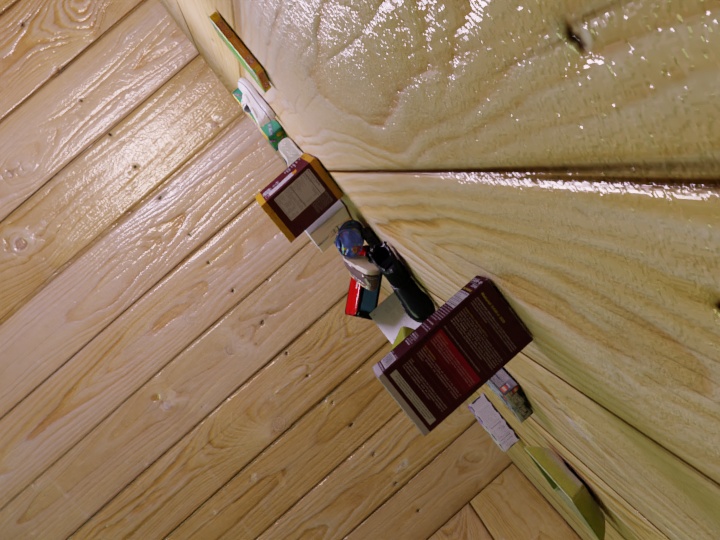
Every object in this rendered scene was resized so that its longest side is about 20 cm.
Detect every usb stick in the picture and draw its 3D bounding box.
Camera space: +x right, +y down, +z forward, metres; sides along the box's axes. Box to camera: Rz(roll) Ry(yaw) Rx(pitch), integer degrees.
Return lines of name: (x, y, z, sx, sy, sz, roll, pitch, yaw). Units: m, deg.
usb stick: (0.056, -0.049, 1.934, 0.201, 0.032, 0.056, 54, -173, -47)

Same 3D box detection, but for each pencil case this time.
pencil case: (-0.031, -0.093, 1.933, 0.200, 0.085, 0.080, -84, -16, -78)

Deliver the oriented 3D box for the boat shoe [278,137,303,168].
boat shoe: (-0.195, -0.330, 2.091, 0.201, 0.074, 0.062, 58, -175, 38)

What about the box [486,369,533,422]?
box: (0.288, 0.227, 1.491, 0.200, 0.040, 0.137, 50, 178, 44)

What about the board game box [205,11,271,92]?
board game box: (-0.280, -0.506, 1.559, 0.201, 0.030, 0.096, 49, 177, 9)

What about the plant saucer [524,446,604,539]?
plant saucer: (0.497, 0.519, 1.615, 0.201, 0.048, 0.200, 52, 178, -30)

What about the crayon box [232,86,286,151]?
crayon box: (-0.322, -0.495, 2.191, 0.201, 0.058, 0.119, 51, 178, 11)

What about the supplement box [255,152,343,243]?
supplement box: (-0.177, -0.211, 1.924, 0.133, 0.199, 0.197, 49, 179, -19)

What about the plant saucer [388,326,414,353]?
plant saucer: (0.175, 0.239, 1.788, 0.196, 0.049, 0.201, 19, 148, 0)

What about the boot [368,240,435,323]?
boot: (0.103, 0.027, 1.712, 0.199, 0.073, 0.163, 55, -179, 39)

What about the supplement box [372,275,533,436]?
supplement box: (0.125, 0.114, 0.932, 0.109, 0.199, 0.061, 50, 179, -8)

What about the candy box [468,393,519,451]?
candy box: (0.474, 0.545, 2.426, 0.201, 0.071, 0.168, 52, 178, 15)

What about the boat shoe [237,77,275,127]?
boat shoe: (-0.332, -0.509, 2.048, 0.201, 0.066, 0.074, 50, 178, 34)

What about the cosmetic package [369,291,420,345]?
cosmetic package: (0.131, 0.142, 1.943, 0.052, 0.150, 0.200, 51, 179, -41)

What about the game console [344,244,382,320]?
game console: (0.030, 0.040, 2.004, 0.116, 0.205, 0.172, 11, 175, -15)

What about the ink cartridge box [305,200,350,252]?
ink cartridge box: (-0.128, -0.180, 2.152, 0.148, 0.144, 0.200, 50, 178, 15)

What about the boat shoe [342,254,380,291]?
boat shoe: (0.000, 0.000, 1.858, 0.200, 0.070, 0.061, -145, 53, -62)
